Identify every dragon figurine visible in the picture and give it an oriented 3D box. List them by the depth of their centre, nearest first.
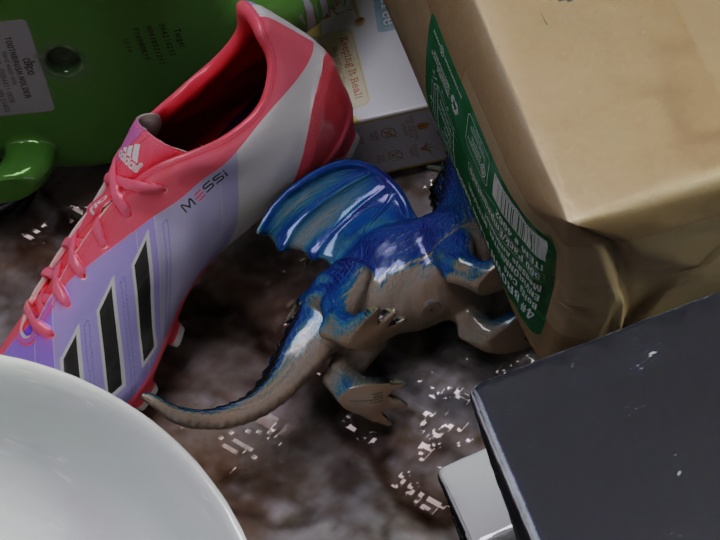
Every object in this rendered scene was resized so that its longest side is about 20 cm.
[{"bbox_3d":[0.000,0.000,0.834,0.200,0.059,0.099,-28,45,-13],"label":"dragon figurine"}]

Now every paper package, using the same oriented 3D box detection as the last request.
[{"bbox_3d":[0.113,-0.090,0.739,0.190,0.104,0.200,-17,60,-7],"label":"paper package"}]

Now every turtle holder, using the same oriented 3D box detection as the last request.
[{"bbox_3d":[-0.103,-0.125,0.895,0.185,0.141,0.132,-28,42,27],"label":"turtle holder"}]

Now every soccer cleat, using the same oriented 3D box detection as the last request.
[{"bbox_3d":[-0.084,-0.013,0.840,0.200,0.076,0.067,-47,46,-4],"label":"soccer cleat"}]

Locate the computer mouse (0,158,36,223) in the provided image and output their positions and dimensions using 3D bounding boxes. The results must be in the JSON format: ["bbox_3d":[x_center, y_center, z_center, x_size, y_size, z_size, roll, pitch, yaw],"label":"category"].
[{"bbox_3d":[-0.204,0.018,0.899,0.109,0.044,0.200,3,45,14],"label":"computer mouse"}]

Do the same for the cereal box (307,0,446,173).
[{"bbox_3d":[0.060,-0.114,0.931,0.199,0.040,0.144,-13,47,6],"label":"cereal box"}]

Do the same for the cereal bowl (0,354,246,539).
[{"bbox_3d":[-0.131,0.132,0.717,0.199,0.083,0.201,10,58,-16],"label":"cereal bowl"}]

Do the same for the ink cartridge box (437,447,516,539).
[{"bbox_3d":[0.129,0.064,0.711,0.199,0.100,0.039,-22,45,-3],"label":"ink cartridge box"}]

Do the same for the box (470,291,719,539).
[{"bbox_3d":[0.152,0.087,0.626,0.199,0.182,0.104,-20,46,-2],"label":"box"}]
